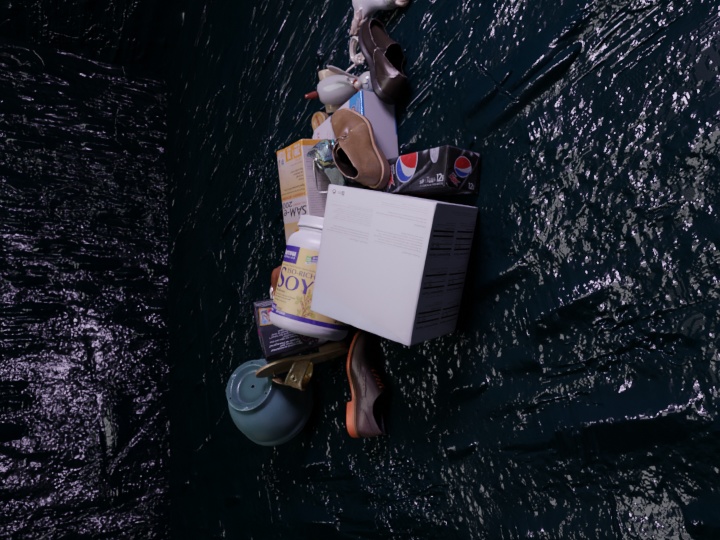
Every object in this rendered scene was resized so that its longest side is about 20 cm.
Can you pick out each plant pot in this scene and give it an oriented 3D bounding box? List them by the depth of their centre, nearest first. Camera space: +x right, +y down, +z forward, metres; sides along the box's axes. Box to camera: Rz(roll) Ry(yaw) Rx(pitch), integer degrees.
[{"bbox_3d":[-0.226,0.287,1.195,0.200,0.134,0.201,-12,54,17],"label":"plant pot"}]

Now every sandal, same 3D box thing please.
[{"bbox_3d":[-0.120,0.216,1.086,0.078,0.211,0.070,60,-169,-65],"label":"sandal"}]

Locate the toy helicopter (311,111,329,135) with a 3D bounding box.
[{"bbox_3d":[-0.090,-0.259,1.182,0.132,0.079,0.201,21,113,41],"label":"toy helicopter"}]

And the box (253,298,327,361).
[{"bbox_3d":[-0.152,0.123,1.101,0.200,0.132,0.115,133,123,-74],"label":"box"}]

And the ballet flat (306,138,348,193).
[{"bbox_3d":[-0.044,-0.146,0.976,0.074,0.074,0.201,-16,99,58],"label":"ballet flat"}]

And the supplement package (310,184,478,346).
[{"bbox_3d":[0.051,-0.016,0.795,0.191,0.147,0.201,16,102,35],"label":"supplement package"}]

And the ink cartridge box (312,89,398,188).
[{"bbox_3d":[-0.014,-0.250,1.047,0.200,0.084,0.145,-16,74,57],"label":"ink cartridge box"}]

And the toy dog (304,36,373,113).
[{"bbox_3d":[-0.049,-0.386,1.087,0.200,0.096,0.132,-22,92,64],"label":"toy dog"}]

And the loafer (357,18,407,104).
[{"bbox_3d":[0.053,-0.409,0.983,0.071,0.073,0.201,-33,60,37],"label":"loafer"}]

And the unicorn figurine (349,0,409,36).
[{"bbox_3d":[0.025,-0.546,1.024,0.200,0.074,0.138,20,114,52],"label":"unicorn figurine"}]

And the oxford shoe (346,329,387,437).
[{"bbox_3d":[0.019,0.212,0.976,0.072,0.071,0.201,-9,74,29],"label":"oxford shoe"}]

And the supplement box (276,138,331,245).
[{"bbox_3d":[-0.106,-0.155,1.051,0.126,0.073,0.201,0,96,58],"label":"supplement box"}]

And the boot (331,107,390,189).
[{"bbox_3d":[-0.019,-0.226,0.910,0.074,0.075,0.200,-56,45,36],"label":"boot"}]

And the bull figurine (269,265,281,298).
[{"bbox_3d":[-0.174,0.048,1.298,0.200,0.065,0.122,20,100,59],"label":"bull figurine"}]

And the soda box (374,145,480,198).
[{"bbox_3d":[0.103,-0.157,0.853,0.200,0.071,0.064,6,91,59],"label":"soda box"}]

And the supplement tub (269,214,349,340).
[{"bbox_3d":[-0.072,0.013,0.927,0.145,0.145,0.201,11,87,59],"label":"supplement tub"}]
